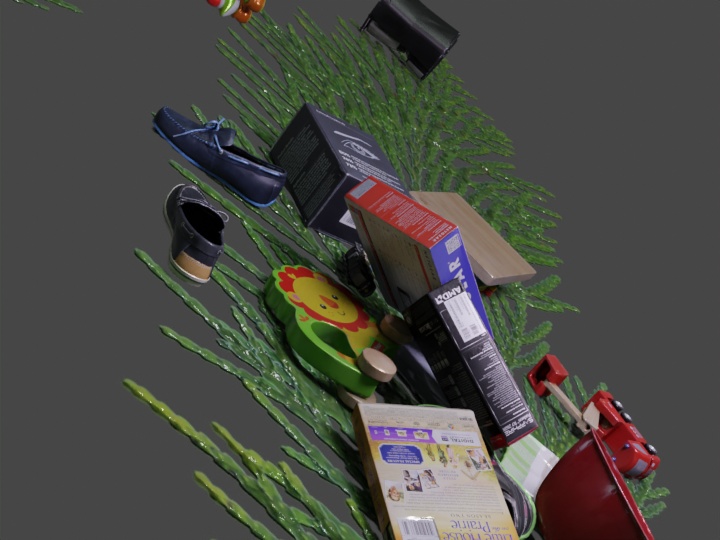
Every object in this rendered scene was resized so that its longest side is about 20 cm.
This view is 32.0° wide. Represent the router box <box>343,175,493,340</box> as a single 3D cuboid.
[{"bbox_3d":[0.075,-0.003,1.609,0.179,0.049,0.201,34,-25,45],"label":"router box"}]

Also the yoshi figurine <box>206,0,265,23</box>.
[{"bbox_3d":[-0.274,-0.543,2.315,0.199,0.113,0.112,22,11,-33],"label":"yoshi figurine"}]

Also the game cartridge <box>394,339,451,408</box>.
[{"bbox_3d":[0.113,0.142,1.637,0.200,0.041,0.133,46,18,27],"label":"game cartridge"}]

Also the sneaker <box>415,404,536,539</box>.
[{"bbox_3d":[0.120,0.229,1.429,0.200,0.077,0.084,43,17,11],"label":"sneaker"}]

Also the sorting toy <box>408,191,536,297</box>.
[{"bbox_3d":[0.166,-0.037,2.060,0.200,0.070,0.199,46,21,18],"label":"sorting toy"}]

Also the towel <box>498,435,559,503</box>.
[{"bbox_3d":[0.264,0.290,1.614,0.200,0.031,0.149,41,20,4],"label":"towel"}]

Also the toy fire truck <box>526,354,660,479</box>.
[{"bbox_3d":[0.347,0.220,1.871,0.141,0.049,0.200,17,31,-45],"label":"toy fire truck"}]

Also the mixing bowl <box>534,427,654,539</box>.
[{"bbox_3d":[0.270,0.296,1.460,0.201,0.108,0.200,59,9,-16],"label":"mixing bowl"}]

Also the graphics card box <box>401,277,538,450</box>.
[{"bbox_3d":[0.127,0.116,1.490,0.201,0.051,0.125,61,-17,6],"label":"graphics card box"}]

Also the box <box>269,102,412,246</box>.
[{"bbox_3d":[-0.028,-0.138,1.886,0.148,0.104,0.200,23,26,-37],"label":"box"}]

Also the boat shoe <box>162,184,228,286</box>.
[{"bbox_3d":[-0.194,-0.055,1.497,0.074,0.062,0.200,29,22,-22],"label":"boat shoe"}]

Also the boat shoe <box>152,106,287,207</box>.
[{"bbox_3d":[-0.189,-0.171,1.729,0.200,0.069,0.084,33,21,-17],"label":"boat shoe"}]

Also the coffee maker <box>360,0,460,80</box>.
[{"bbox_3d":[0.125,-0.565,2.915,0.200,0.135,0.192,38,-24,-3],"label":"coffee maker"}]

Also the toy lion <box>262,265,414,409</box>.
[{"bbox_3d":[-0.037,0.067,1.528,0.191,0.069,0.200,33,21,1],"label":"toy lion"}]

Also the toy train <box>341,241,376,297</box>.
[{"bbox_3d":[0.000,0.000,1.695,0.046,0.034,0.200,53,5,-12],"label":"toy train"}]

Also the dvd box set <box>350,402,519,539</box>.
[{"bbox_3d":[0.079,0.227,1.334,0.146,0.029,0.200,5,41,-22],"label":"dvd box set"}]
